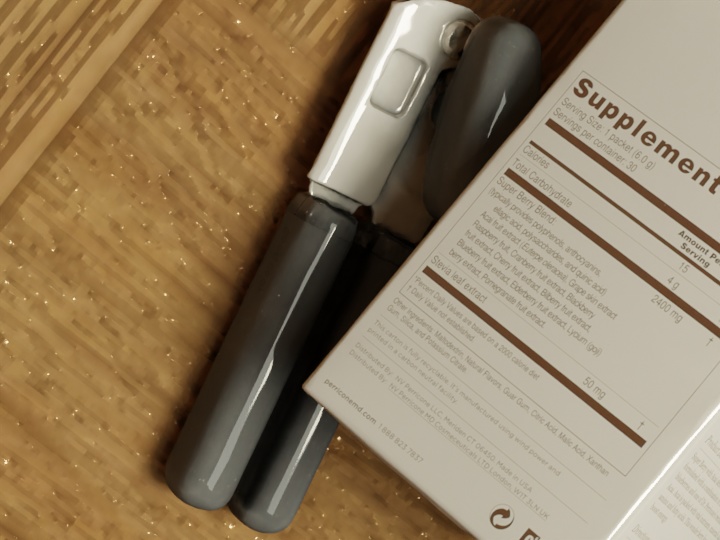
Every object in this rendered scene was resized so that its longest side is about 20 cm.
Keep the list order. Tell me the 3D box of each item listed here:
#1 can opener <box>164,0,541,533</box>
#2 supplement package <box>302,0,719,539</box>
[{"bbox_3d":[0.000,0.000,0.858,0.053,0.067,0.200,24,93,-29],"label":"can opener"},{"bbox_3d":[0.102,0.012,0.838,0.200,0.120,0.121,-50,153,-2],"label":"supplement package"}]
